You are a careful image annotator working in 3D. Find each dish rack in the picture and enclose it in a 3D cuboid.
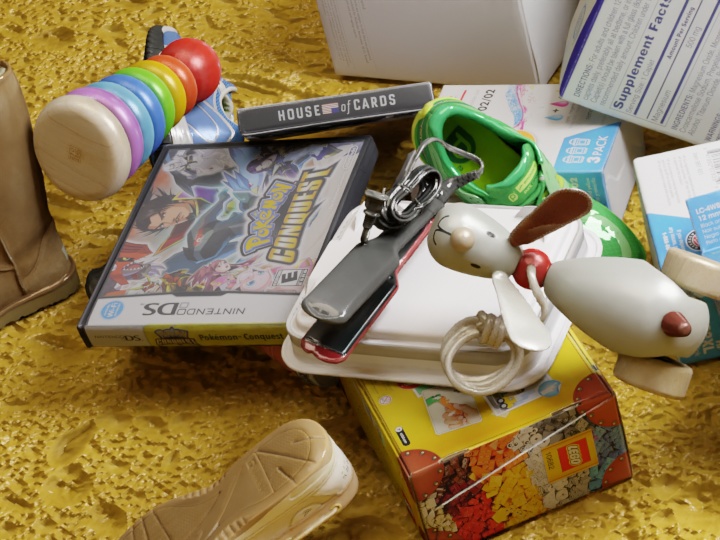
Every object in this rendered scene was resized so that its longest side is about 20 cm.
[{"bbox_3d":[0.052,0.006,1.619,0.199,0.044,0.172,3,42,26],"label":"dish rack"}]

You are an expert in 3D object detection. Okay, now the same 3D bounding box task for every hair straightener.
[{"bbox_3d":[0.025,-0.026,1.573,0.041,0.077,0.200,26,50,24],"label":"hair straightener"}]

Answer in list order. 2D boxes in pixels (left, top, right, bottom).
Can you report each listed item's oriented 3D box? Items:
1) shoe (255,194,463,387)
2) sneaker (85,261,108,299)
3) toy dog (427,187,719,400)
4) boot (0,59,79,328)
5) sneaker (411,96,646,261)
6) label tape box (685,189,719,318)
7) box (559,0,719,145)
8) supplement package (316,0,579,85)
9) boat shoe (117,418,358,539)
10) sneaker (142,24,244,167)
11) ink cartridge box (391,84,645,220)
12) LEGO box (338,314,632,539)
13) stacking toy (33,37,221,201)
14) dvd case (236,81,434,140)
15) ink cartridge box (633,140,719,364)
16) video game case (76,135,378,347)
[{"bbox_3d":[0.000,0.000,1.753,0.091,0.072,0.200,26,58,39],"label":"shoe"},{"bbox_3d":[-0.138,-0.027,1.845,0.090,0.067,0.200,26,56,39],"label":"sneaker"},{"bbox_3d":[0.140,0.015,1.482,0.198,0.133,0.096,0,0,4],"label":"toy dog"},{"bbox_3d":[-0.319,-0.043,1.825,0.174,0.201,0.066,-29,36,-17],"label":"boot"},{"bbox_3d":[0.117,-0.050,1.704,0.074,0.200,0.084,-53,-1,0],"label":"sneaker"},{"bbox_3d":[0.307,0.017,1.535,0.142,0.066,0.201,-16,74,3],"label":"label tape box"},{"bbox_3d":[0.271,-0.192,1.742,0.199,0.185,0.105,18,41,-4],"label":"box"},{"bbox_3d":[0.076,-0.236,1.984,0.199,0.120,0.121,8,42,29],"label":"supplement package"},{"bbox_3d":[-0.087,0.180,1.562,0.199,0.069,0.074,-34,42,13],"label":"boat shoe"},{"bbox_3d":[-0.147,-0.143,2.008,0.076,0.076,0.200,0,36,-13],"label":"sneaker"},{"bbox_3d":[0.109,-0.085,1.821,0.199,0.068,0.115,1,39,22],"label":"ink cartridge box"},{"bbox_3d":[0.076,0.082,1.614,0.148,0.078,0.200,-21,37,-7],"label":"LEGO box"},{"bbox_3d":[-0.170,-0.130,1.863,0.085,0.086,0.200,7,28,28],"label":"stacking toy"},{"bbox_3d":[-0.019,-0.124,1.857,0.149,0.025,0.200,-9,3,0],"label":"dvd case"},{"bbox_3d":[0.304,-0.028,1.658,0.199,0.084,0.146,-12,37,5],"label":"ink cartridge box"},{"bbox_3d":[-0.097,-0.023,1.755,0.180,0.026,0.201,-1,45,24],"label":"video game case"}]
